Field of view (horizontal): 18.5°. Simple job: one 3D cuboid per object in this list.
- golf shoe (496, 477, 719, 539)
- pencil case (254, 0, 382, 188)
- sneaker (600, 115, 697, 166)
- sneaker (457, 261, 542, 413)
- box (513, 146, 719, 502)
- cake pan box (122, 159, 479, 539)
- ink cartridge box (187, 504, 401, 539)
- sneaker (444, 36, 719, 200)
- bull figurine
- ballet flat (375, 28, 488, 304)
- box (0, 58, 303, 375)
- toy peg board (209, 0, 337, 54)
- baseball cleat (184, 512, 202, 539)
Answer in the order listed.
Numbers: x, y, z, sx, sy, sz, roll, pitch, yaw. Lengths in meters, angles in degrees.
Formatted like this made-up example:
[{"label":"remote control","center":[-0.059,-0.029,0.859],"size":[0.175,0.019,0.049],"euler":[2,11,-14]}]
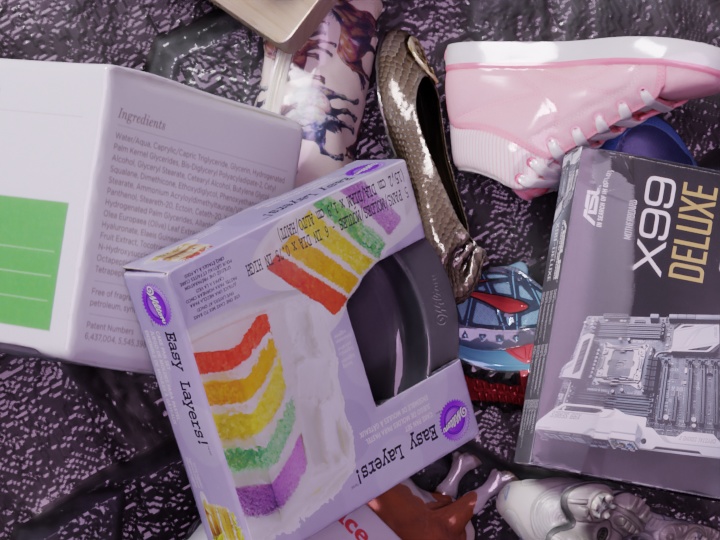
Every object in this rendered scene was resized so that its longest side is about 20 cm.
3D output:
[{"label":"golf shoe","center":[0.170,0.181,1.430],"size":[0.200,0.097,0.079],"euler":[37,77,-36]},{"label":"pencil case","center":[-0.039,-0.093,1.434],"size":[0.077,0.089,0.201],"euler":[9,88,26]},{"label":"sneaker","center":[0.204,-0.010,1.444],"size":[0.074,0.082,0.201],"euler":[-14,86,-1]},{"label":"sneaker","center":[0.082,0.039,1.453],"size":[0.199,0.079,0.096],"euler":[12,57,7]},{"label":"box","center":[0.190,0.036,1.371],"size":[0.157,0.050,0.201],"euler":[11,85,-7]},{"label":"cake pan box","center":[-0.028,0.050,1.296],"size":[0.199,0.052,0.185],"euler":[-25,108,-38]},{"label":"ink cartridge box","center":[-0.055,0.225,1.323],"size":[0.145,0.085,0.200],"euler":[45,52,-9]},{"label":"sneaker","center":[0.146,-0.096,1.427],"size":[0.199,0.075,0.105],"euler":[1,86,26]},{"label":"bull figurine","center":[0.025,0.154,1.430],"size":[0.200,0.065,0.122],"euler":[41,78,-13]},{"label":"ballet flat","center":[0.048,-0.070,1.423],"size":[0.046,0.067,0.201],"euler":[-20,61,23]},{"label":"box","center":[-0.176,-0.031,1.340],"size":[0.198,0.200,0.172],"euler":[7,86,34]},{"label":"toy peg board","center":[-0.067,-0.279,1.394],"size":[0.200,0.098,0.199],"euler":[36,86,31]},{"label":"baseball cleat","center":[-0.032,0.221,1.432],"size":[0.200,0.070,0.107],"euler":[46,48,-21]}]
